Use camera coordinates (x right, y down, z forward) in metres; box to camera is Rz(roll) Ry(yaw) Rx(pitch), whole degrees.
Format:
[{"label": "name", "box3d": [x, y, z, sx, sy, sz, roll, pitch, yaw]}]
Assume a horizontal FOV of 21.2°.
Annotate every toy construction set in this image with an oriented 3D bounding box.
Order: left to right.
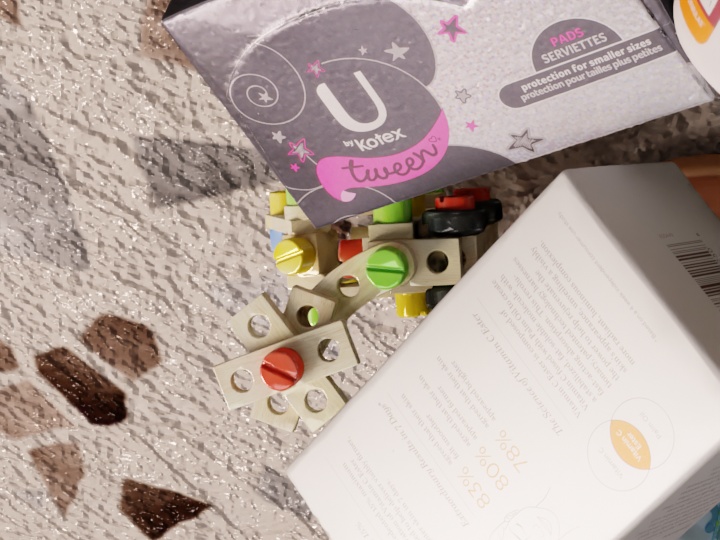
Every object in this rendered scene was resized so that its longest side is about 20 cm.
[{"label": "toy construction set", "box3d": [0.000, 0.000, 0.899, 0.131, 0.200, 0.093, -2, 110, 11]}]

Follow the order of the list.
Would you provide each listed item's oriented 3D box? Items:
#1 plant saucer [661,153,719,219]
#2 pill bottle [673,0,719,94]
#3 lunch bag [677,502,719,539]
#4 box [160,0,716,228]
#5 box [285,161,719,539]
[{"label": "plant saucer", "box3d": [0.188, 0.015, 0.952, 0.199, 0.038, 0.201, 10, 136, 9]}, {"label": "pill bottle", "box3d": [0.197, -0.147, 0.673, 0.113, 0.113, 0.200, 20, 134, -3]}, {"label": "lunch bag", "box3d": [0.162, 0.121, 0.955, 0.199, 0.083, 0.161, 17, 162, -31]}, {"label": "box", "box3d": [0.040, -0.119, 0.810, 0.199, 0.115, 0.132, -16, 127, 31]}, {"label": "box", "box3d": [0.083, 0.067, 0.811, 0.200, 0.097, 0.125, -48, 67, 30]}]
